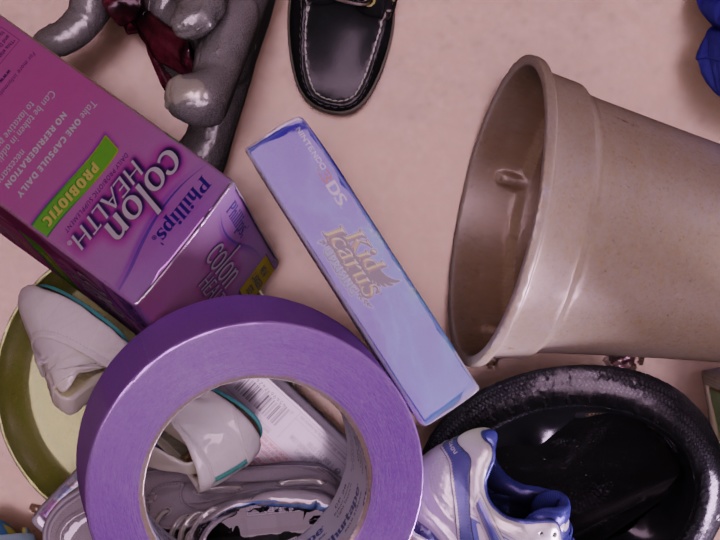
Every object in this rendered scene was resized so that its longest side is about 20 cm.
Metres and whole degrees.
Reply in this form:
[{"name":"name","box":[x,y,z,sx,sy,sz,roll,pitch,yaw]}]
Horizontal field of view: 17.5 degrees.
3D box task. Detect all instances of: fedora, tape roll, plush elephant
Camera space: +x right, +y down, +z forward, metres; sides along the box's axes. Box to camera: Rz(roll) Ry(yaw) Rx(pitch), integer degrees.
[{"name":"fedora","box":[0.138,0.128,1.524,0.200,0.092,0.201,3,114,6]},{"name":"tape roll","box":[-0.066,0.118,1.387,0.200,0.066,0.200,-3,105,-11]},{"name":"plush elephant","box":[-0.137,-0.176,1.499,0.155,0.165,0.200,18,80,1]}]

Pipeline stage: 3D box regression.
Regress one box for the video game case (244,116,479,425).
[{"name":"video game case","box":[0.000,0.000,1.488,0.045,0.181,0.200,-33,91,-2]}]

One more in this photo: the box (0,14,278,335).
[{"name":"box","box":[-0.168,-0.046,1.463,0.200,0.176,0.097,35,81,14]}]

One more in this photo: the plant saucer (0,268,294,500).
[{"name":"plant saucer","box":[-0.143,0.076,1.564,0.200,0.031,0.200,0,90,-1]}]

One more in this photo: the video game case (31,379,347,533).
[{"name":"video game case","box":[-0.083,0.165,1.540,0.200,0.024,0.182,44,91,-5]}]

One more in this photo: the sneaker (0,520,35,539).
[{"name":"sneaker","box":[-0.220,0.218,1.491,0.079,0.200,0.131,-11,82,-26]}]

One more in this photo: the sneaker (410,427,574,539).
[{"name":"sneaker","box":[0.108,0.185,1.461,0.088,0.075,0.200,-38,106,20]}]

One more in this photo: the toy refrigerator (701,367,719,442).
[{"name":"toy refrigerator","box":[0.263,0.100,1.480,0.070,0.200,0.076,-10,91,0]}]

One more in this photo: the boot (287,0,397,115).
[{"name":"boot","box":[-0.007,-0.205,1.499,0.073,0.154,0.204,10,90,0]}]

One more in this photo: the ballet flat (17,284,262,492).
[{"name":"ballet flat","box":[-0.155,0.075,1.484,0.200,0.069,0.070,30,91,21]}]

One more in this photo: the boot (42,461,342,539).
[{"name":"boot","box":[-0.105,0.160,1.478,0.200,0.096,0.074,-10,95,-2]}]

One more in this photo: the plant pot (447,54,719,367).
[{"name":"plant pot","box":[0.172,-0.021,1.495,0.183,0.200,0.201,11,91,-11]}]

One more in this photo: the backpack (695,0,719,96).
[{"name":"backpack","box":[0.329,-0.158,1.502,0.200,0.163,0.168,20,100,-13]}]
